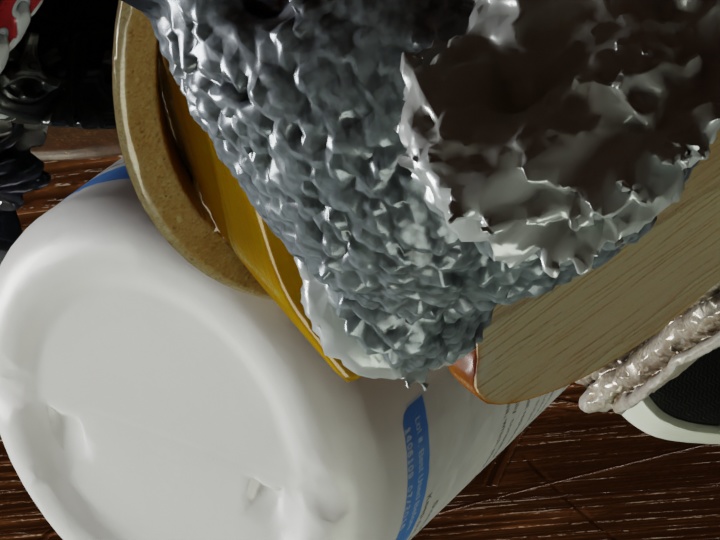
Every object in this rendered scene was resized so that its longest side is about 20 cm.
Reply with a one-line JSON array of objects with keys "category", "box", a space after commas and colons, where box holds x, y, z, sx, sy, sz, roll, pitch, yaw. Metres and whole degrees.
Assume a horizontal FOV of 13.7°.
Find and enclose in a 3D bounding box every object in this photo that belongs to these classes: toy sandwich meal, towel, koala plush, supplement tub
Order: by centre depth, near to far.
[{"category": "koala plush", "box": [0.019, -0.084, 0.536, 0.182, 0.202, 0.177, 3, 166, -15]}, {"category": "toy sandwich meal", "box": [0.032, -0.058, 0.698, 0.205, 0.206, 0.070, 15, -160, -48]}, {"category": "supplement tub", "box": [0.000, 0.000, 0.849, 0.131, 0.133, 0.200, -13, -163, 41]}, {"category": "towel", "box": [0.146, -0.024, 0.954, 0.132, 0.035, 0.200, -39, 179, -33]}]

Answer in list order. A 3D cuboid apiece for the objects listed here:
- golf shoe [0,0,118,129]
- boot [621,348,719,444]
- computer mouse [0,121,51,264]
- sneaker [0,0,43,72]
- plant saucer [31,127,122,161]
[{"category": "golf shoe", "box": [-0.141, -0.083, 0.822, 0.199, 0.078, 0.094, 16, 166, -23]}, {"category": "boot", "box": [0.162, 0.022, 1.177, 0.199, 0.073, 0.144, -17, -179, -23]}, {"category": "computer mouse", "box": [-0.154, -0.025, 0.926, 0.137, 0.053, 0.200, -10, 173, 1]}, {"category": "sneaker", "box": [-0.105, -0.043, 0.731, 0.199, 0.113, 0.071, -33, -172, -12]}, {"category": "plant saucer", "box": [-0.111, -0.070, 0.948, 0.199, 0.035, 0.200, -2, 167, 0]}]
